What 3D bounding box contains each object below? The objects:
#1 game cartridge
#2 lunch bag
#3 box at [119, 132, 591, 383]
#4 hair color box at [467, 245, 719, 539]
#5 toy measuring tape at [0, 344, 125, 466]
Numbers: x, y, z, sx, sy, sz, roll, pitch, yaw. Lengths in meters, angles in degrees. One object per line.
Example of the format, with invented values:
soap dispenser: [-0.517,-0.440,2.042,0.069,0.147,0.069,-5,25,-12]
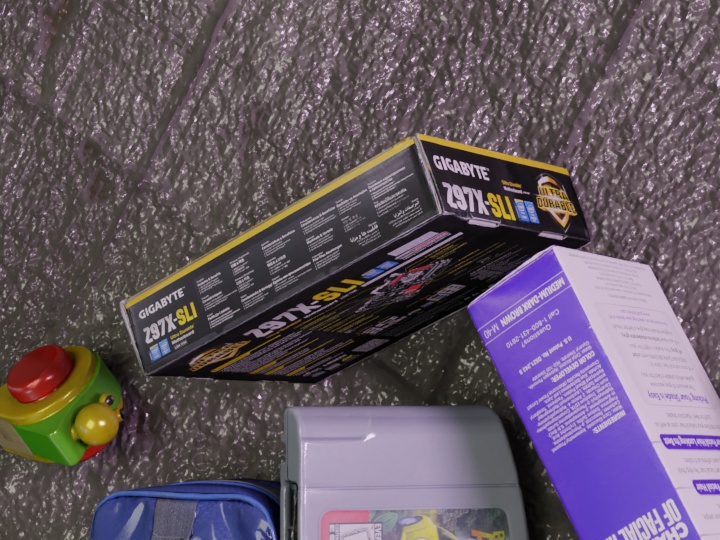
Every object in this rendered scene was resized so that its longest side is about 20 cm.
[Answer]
game cartridge: [0.024,0.170,1.139,0.041,0.133,0.201,174,96,-65]
lunch bag: [-0.077,0.214,1.196,0.135,0.132,0.201,-3,83,33]
box: [0.000,0.000,1.151,0.200,0.159,0.050,-29,69,29]
hair color box: [0.140,0.091,1.079,0.065,0.109,0.201,-37,66,25]
toy measuring tape: [-0.202,0.076,1.344,0.200,0.073,0.074,8,90,51]
